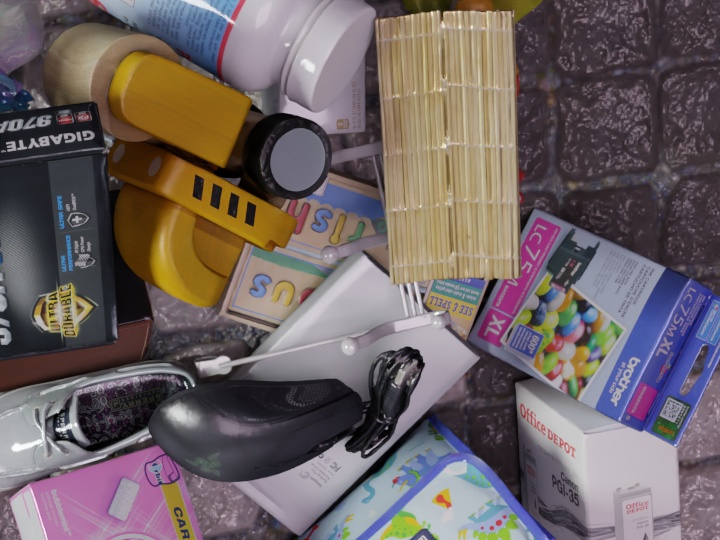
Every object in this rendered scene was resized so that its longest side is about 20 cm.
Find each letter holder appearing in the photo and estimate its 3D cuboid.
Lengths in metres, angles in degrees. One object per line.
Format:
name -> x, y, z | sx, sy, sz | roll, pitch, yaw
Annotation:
letter holder -> -0.259, 0.029, 1.542 | 0.199, 0.142, 0.101 | -13, 76, -11

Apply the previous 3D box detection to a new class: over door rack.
over door rack -> -0.046, -0.008, 1.554 | 0.199, 0.067, 0.148 | -12, 93, 7

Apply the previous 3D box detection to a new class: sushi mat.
sushi mat -> 0.062, -0.085, 1.483 | 0.095, 0.012, 0.201 | -1, 112, 7

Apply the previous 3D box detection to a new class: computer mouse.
computer mouse -> -0.053, 0.116, 1.544 | 0.199, 0.053, 0.139 | -4, 148, -20

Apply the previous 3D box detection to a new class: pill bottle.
pill bottle -> -0.094, -0.193, 1.468 | 0.200, 0.109, 0.109 | 32, 95, 12

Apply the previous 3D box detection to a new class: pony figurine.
pony figurine -> -0.287, -0.124, 1.420 | 0.166, 0.193, 0.200 | -37, 142, 3

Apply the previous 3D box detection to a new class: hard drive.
hard drive -> -0.024, 0.094, 1.631 | 0.200, 0.027, 0.132 | -45, 114, 8

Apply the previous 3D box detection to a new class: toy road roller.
toy road roller -> -0.130, -0.065, 1.438 | 0.200, 0.123, 0.146 | 27, 86, -33

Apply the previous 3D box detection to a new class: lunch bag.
lunch bag -> 0.052, 0.223, 1.614 | 0.170, 0.200, 0.127 | -42, 116, -1

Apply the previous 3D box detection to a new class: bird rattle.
bird rattle -> 0.076, -0.130, 1.556 | 0.112, 0.163, 0.201 | 5, 92, 1

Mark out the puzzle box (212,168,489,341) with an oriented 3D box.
puzzle box -> 0.000, 0.000, 1.635 | 0.199, 0.025, 0.133 | 17, 100, -19

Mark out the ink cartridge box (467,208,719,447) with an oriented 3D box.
ink cartridge box -> 0.181, 0.040, 1.601 | 0.042, 0.200, 0.120 | 26, 91, -48

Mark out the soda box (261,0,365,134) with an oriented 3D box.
soda box -> -0.035, -0.200, 1.551 | 0.068, 0.064, 0.201 | -4, 106, -14

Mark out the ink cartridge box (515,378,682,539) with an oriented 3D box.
ink cartridge box -> 0.187, 0.190, 1.673 | 0.082, 0.146, 0.201 | -9, 106, -16

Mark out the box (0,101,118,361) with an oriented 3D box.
box -> -0.240, -0.018, 1.380 | 0.158, 0.046, 0.200 | -8, 142, -11

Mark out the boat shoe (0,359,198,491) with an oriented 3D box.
boat shoe -> -0.212, 0.108, 1.552 | 0.200, 0.072, 0.070 | -18, 88, -15

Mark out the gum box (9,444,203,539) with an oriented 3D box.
gum box -> -0.166, 0.239, 1.551 | 0.113, 0.066, 0.201 | -15, 81, -26
